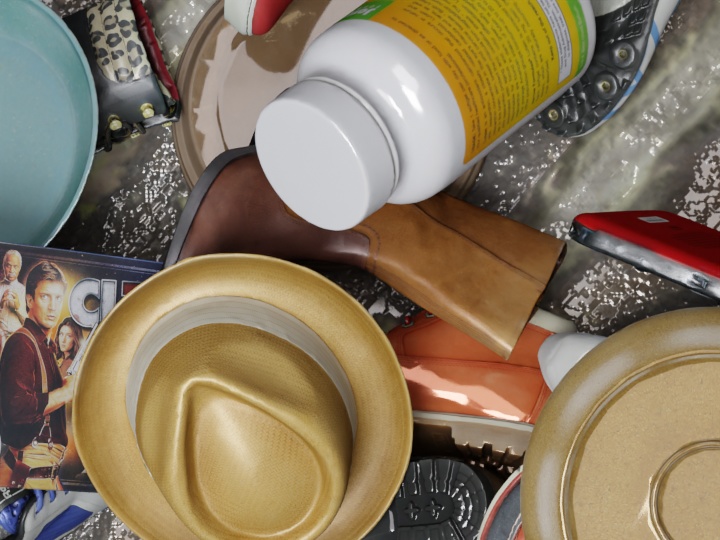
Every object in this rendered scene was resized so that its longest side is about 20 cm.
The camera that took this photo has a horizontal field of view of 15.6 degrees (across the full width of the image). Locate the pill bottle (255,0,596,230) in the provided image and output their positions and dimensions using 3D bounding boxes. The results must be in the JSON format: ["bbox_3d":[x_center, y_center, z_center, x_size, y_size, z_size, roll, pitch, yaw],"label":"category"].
[{"bbox_3d":[0.035,-0.107,1.487,0.111,0.111,0.200,44,53,10],"label":"pill bottle"}]

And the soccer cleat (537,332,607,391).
[{"bbox_3d":[0.185,0.096,1.515,0.200,0.078,0.069,38,91,-21],"label":"soccer cleat"}]

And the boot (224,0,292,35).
[{"bbox_3d":[0.015,-0.203,1.570,0.144,0.072,0.200,27,66,6],"label":"boot"}]

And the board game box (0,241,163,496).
[{"bbox_3d":[-0.156,0.058,1.488,0.035,0.200,0.136,0,84,51],"label":"board game box"}]

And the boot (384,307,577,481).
[{"bbox_3d":[0.031,0.056,1.555,0.199,0.075,0.108,11,70,8],"label":"boot"}]

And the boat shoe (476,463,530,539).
[{"bbox_3d":[0.091,0.197,1.408,0.071,0.063,0.201,9,109,-11],"label":"boat shoe"}]

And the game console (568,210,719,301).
[{"bbox_3d":[0.199,0.048,1.470,0.172,0.200,0.119,23,99,17],"label":"game console"}]

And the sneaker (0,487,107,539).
[{"bbox_3d":[-0.181,0.117,1.539,0.199,0.115,0.081,-44,81,-1],"label":"sneaker"}]

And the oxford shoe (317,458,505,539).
[{"bbox_3d":[-0.003,0.143,1.541,0.199,0.084,0.073,1,87,26],"label":"oxford shoe"}]

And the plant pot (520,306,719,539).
[{"bbox_3d":[0.181,0.119,1.351,0.199,0.027,0.201,0,91,5],"label":"plant pot"}]

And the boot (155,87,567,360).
[{"bbox_3d":[0.000,0.000,1.502,0.200,0.188,0.069,32,129,8],"label":"boot"}]

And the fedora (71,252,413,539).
[{"bbox_3d":[-0.063,0.092,1.433,0.200,0.082,0.201,-2,110,-5],"label":"fedora"}]

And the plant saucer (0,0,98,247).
[{"bbox_3d":[-0.241,-0.073,1.542,0.199,0.036,0.201,-4,75,15],"label":"plant saucer"}]

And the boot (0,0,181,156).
[{"bbox_3d":[-0.180,-0.062,1.581,0.153,0.073,0.204,-19,77,8],"label":"boot"}]

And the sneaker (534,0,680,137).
[{"bbox_3d":[0.165,-0.169,1.572,0.072,0.072,0.200,29,100,25],"label":"sneaker"}]

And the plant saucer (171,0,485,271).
[{"bbox_3d":[-0.019,-0.100,1.597,0.199,0.029,0.201,-1,81,5],"label":"plant saucer"}]
